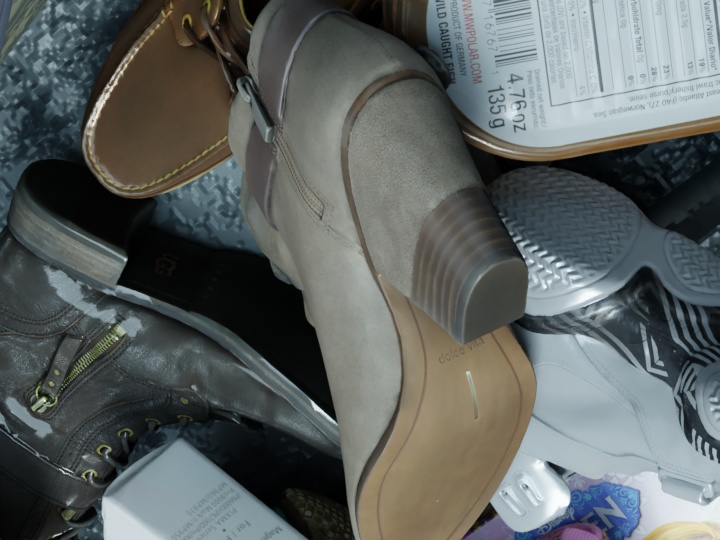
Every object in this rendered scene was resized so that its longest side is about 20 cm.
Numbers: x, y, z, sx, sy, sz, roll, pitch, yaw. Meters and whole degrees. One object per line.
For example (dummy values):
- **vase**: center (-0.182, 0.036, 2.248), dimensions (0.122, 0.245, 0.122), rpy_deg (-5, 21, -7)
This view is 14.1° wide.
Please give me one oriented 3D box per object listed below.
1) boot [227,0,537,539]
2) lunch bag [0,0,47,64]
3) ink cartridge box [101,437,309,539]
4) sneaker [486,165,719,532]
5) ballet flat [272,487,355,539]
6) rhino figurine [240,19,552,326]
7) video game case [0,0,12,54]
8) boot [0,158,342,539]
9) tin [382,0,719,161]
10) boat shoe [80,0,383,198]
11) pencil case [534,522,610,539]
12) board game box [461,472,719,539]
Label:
- **boot**: center (0.000, 0.000, 1.064), dimensions (0.146, 0.070, 0.201), rpy_deg (51, 143, 32)
- **lunch bag**: center (-0.198, -0.141, 1.099), dimensions (0.168, 0.139, 0.200), rpy_deg (38, 112, -3)
- **ink cartridge box**: center (-0.016, 0.176, 1.145), dimensions (0.200, 0.057, 0.163), rpy_deg (40, 150, 25)
- **sneaker**: center (0.112, 0.057, 1.071), dimensions (0.200, 0.075, 0.115), rpy_deg (38, 134, 22)
- **ballet flat**: center (0.029, 0.159, 1.190), dimensions (0.065, 0.071, 0.201), rpy_deg (-25, 118, -2)
- **rhino figurine**: center (0.034, -0.060, 1.117), dimensions (0.087, 0.060, 0.200), rpy_deg (43, 111, -7)
- **video game case**: center (-0.215, -0.100, 1.035), dimensions (0.199, 0.019, 0.144), rpy_deg (22, 107, 22)
- **boot**: center (-0.099, 0.064, 1.198), dimensions (0.200, 0.069, 0.175), rpy_deg (33, 119, 4)
- **tin**: center (0.108, -0.102, 1.061), dimensions (0.199, 0.042, 0.113), rpy_deg (-11, 114, -5)
- **boat shoe**: center (-0.041, -0.098, 1.115), dimensions (0.200, 0.068, 0.072), rpy_deg (-41, 94, 23)
- **pencil case**: center (0.104, 0.197, 1.136), dimensions (0.086, 0.083, 0.200), rpy_deg (-33, 100, -4)
- **board game box**: center (0.173, 0.125, 1.160), dimensions (0.200, 0.041, 0.200), rpy_deg (-38, 97, 22)
